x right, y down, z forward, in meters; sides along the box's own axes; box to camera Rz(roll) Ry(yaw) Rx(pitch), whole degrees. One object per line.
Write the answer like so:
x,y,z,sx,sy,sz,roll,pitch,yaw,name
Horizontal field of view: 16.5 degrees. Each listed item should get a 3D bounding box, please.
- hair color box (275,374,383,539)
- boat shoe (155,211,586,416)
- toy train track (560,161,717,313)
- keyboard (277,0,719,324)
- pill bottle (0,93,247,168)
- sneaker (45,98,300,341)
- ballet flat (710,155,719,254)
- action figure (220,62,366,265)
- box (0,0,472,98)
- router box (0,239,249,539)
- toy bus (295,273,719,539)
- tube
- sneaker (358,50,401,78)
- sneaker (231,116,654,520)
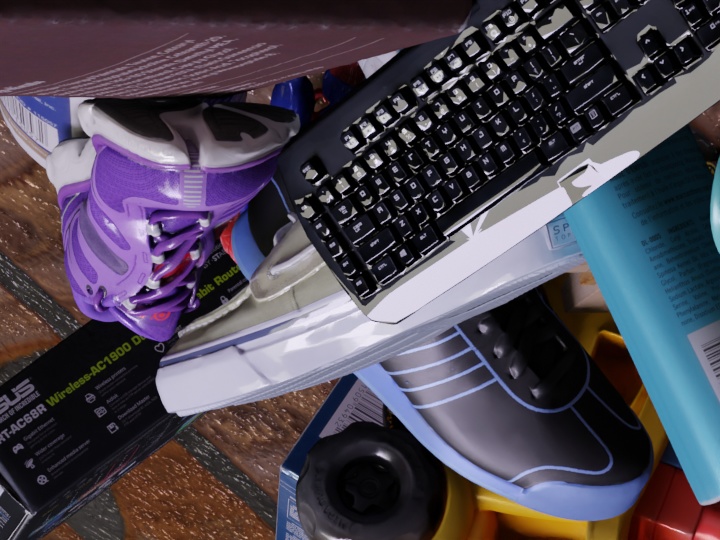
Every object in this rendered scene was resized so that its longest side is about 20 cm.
0.004,0.117,1.308,0.060,0.100,0.200,31,157,11,hair color box
0.000,0.000,0.914,0.200,0.072,0.062,-25,81,33,boat shoe
0.131,-0.033,0.913,0.114,0.033,0.200,0,160,-27,toy train track
0.041,-0.066,0.803,0.200,0.040,0.104,-37,82,32,keyboard
-0.096,-0.122,0.989,0.111,0.111,0.200,33,157,10,pill bottle
-0.071,-0.018,0.935,0.080,0.084,0.200,0,172,-14,sneaker
0.171,-0.015,0.823,0.068,0.068,0.200,12,179,22,ballet flat
-0.007,-0.063,1.052,0.065,0.099,0.200,33,134,18,action figure
-0.093,-0.143,0.767,0.200,0.166,0.164,-3,178,-32,box
-0.117,0.059,1.245,0.062,0.200,0.150,51,156,5,router box
0.080,0.102,1.065,0.192,0.200,0.136,24,157,11,toy bus
0.096,-0.022,0.841,0.050,0.077,0.200,-30,81,41,tube
0.030,-0.096,0.908,0.081,0.077,0.200,26,152,32,sneaker
0.039,0.019,0.975,0.200,0.070,0.078,36,142,2,sneaker
